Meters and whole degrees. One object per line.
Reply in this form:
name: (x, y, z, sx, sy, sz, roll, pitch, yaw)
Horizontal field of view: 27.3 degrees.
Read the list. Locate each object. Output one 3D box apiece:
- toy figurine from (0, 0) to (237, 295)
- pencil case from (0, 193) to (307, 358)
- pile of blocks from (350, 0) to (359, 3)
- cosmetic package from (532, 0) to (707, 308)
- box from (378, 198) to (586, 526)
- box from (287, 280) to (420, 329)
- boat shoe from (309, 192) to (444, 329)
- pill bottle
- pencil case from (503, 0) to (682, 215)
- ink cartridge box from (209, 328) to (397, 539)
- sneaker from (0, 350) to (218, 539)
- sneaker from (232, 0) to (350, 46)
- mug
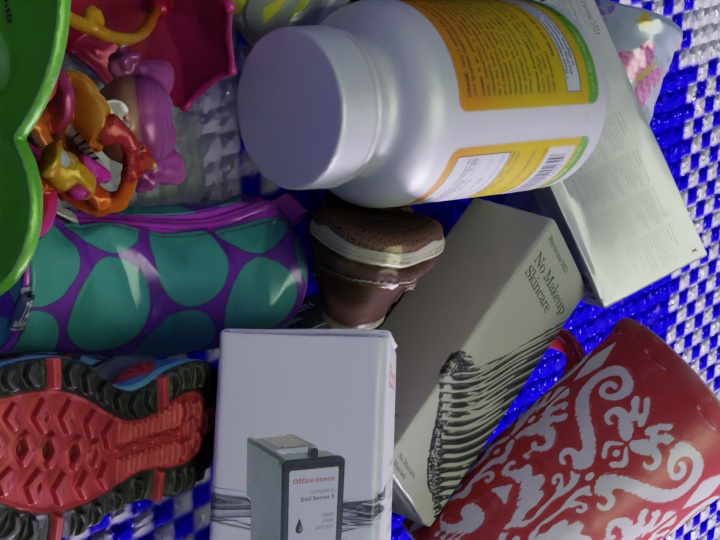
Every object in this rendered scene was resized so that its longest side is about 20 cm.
toy figurine: (-0.126, -0.089, 0.684, 0.184, 0.150, 0.200, -4, 82, -58)
pencil case: (-0.120, 0.000, 0.769, 0.200, 0.085, 0.093, -3, 126, -49)
pile of blocks: (0.046, -0.212, 0.852, 0.200, 0.062, 0.082, -53, 179, 15)
cosmetic package: (0.149, -0.083, 0.989, 0.082, 0.051, 0.200, -26, 97, -6)
box: (0.059, 0.056, 0.948, 0.200, 0.068, 0.082, -54, 137, -20)
box: (0.020, 0.068, 0.992, 0.200, 0.038, 0.137, -23, 121, -42)
boat shoe: (0.006, 0.001, 0.848, 0.202, 0.075, 0.075, -79, 178, -83)
pill bottle: (0.034, -0.093, 0.811, 0.200, 0.111, 0.111, -9, 111, -44)
pencil case: (0.165, -0.093, 1.061, 0.091, 0.083, 0.200, 17, 91, -37)
ink cartridge box: (-0.027, 0.132, 0.754, 0.146, 0.084, 0.200, 68, 24, -83)
sneaker: (-0.146, 0.074, 0.657, 0.200, 0.095, 0.079, 9, 85, -65)
sneaker: (-0.018, -0.217, 0.812, 0.076, 0.075, 0.200, 34, 77, -50)
mug: (0.130, 0.139, 0.980, 0.200, 0.178, 0.134, -39, 113, -6)
